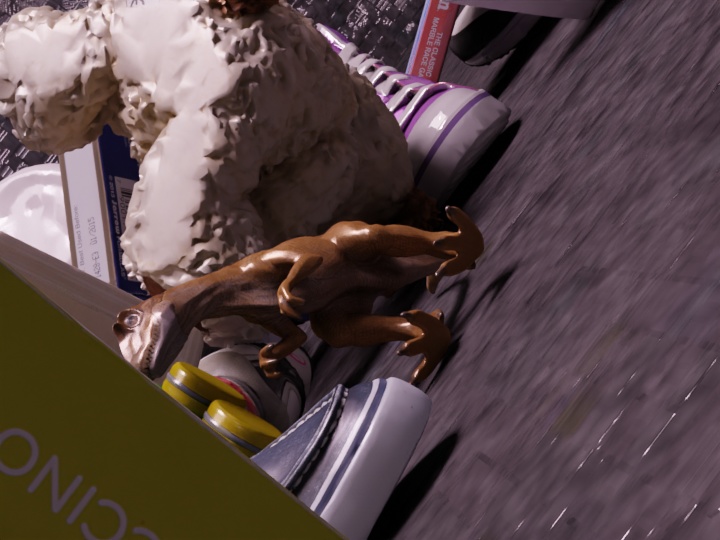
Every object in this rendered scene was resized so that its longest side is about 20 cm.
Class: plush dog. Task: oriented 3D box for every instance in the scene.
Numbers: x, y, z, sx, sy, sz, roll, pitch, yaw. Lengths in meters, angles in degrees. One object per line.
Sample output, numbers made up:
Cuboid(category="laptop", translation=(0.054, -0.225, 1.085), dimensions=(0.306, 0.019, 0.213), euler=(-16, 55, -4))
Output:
Cuboid(category="plush dog", translation=(-0.044, -0.068, 1.133), dimensions=(0.161, 0.200, 0.172), euler=(-49, -30, 9))

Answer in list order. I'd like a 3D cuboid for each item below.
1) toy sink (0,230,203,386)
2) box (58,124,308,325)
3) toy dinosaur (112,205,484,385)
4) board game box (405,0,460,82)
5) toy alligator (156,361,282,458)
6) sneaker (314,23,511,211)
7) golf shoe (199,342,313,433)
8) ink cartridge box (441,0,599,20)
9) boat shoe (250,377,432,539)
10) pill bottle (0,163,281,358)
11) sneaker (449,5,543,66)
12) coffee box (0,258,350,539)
Cuboid(category="toy sink", translation=(-0.161, 0.106, 1.010), dimensions=(0.130, 0.112, 0.201), euler=(-26, 44, 53))
Cuboid(category="box", translation=(-0.081, -0.034, 1.276), dimensions=(0.032, 0.122, 0.199), euler=(-16, -14, 30))
Cuboid(category="toy dinosaur", translation=(0.000, 0.000, 0.913), dimensions=(0.106, 0.061, 0.199), euler=(10, 13, 42))
Cuboid(category="board game box", translation=(0.043, -0.139, 1.434), dimensions=(0.103, 0.019, 0.201), euler=(-75, 1, -66))
Cuboid(category="toy alligator", translation=(-0.060, 0.068, 0.904), dimensions=(0.060, 0.054, 0.200), euler=(-60, 28, 3))
Cuboid(category="sneaker", translation=(0.005, -0.078, 1.263), dimensions=(0.073, 0.114, 0.200), euler=(-51, 5, -8))
Cuboid(category="golf shoe", translation=(-0.089, 0.104, 1.127), dimensions=(0.200, 0.073, 0.092), euler=(-42, -6, 35))
Cuboid(category="ink cartridge box", translation=(0.096, -0.232, 1.172), dimensions=(0.200, 0.083, 0.146), euler=(115, 157, -57))
Cuboid(category="boat shoe", translation=(-0.066, 0.090, 0.772), dimensions=(0.201, 0.091, 0.071), euler=(-51, 6, 26))
Cuboid(category="pill bottle", translation=(-0.122, 0.022, 1.343), dimensions=(0.113, 0.112, 0.200), euler=(-52, -30, 5))
Cuboid(category="sneaker", translation=(0.103, -0.202, 1.465), dimensions=(0.200, 0.080, 0.074), euler=(-51, 6, 37))
Cuboid(category="coffee box", translation=(-0.124, 0.106, 0.554), dimensions=(0.200, 0.199, 0.198), euler=(-53, 5, -17))
